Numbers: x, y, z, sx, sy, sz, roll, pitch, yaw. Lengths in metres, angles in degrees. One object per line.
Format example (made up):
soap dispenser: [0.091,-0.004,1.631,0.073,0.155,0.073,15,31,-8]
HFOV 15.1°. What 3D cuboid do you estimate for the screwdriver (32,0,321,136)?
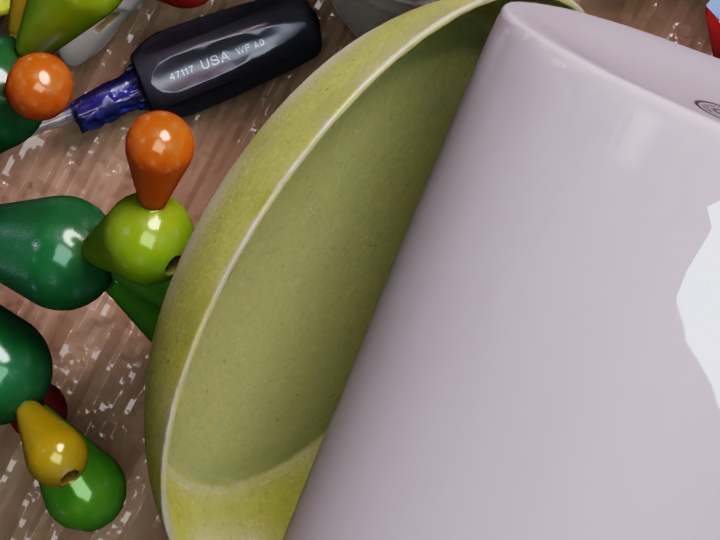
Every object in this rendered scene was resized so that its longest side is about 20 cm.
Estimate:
screwdriver: [-0.105,-0.041,0.854,0.199,0.028,0.029,-25,127,0]

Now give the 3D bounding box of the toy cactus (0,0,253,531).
toy cactus: [-0.108,-0.018,0.812,0.164,0.103,0.201,9,131,8]

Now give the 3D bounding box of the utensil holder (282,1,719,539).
utensil holder: [0.074,0.046,0.751,0.169,0.170,0.201,19,103,-7]

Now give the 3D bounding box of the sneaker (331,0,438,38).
sneaker: [0.007,-0.114,0.777,0.076,0.200,0.081,22,64,12]

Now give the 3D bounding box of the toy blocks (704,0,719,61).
toy blocks: [0.116,-0.156,0.823,0.137,0.100,0.200,-46,75,18]

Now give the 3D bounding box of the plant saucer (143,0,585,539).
plant saucer: [0.000,0.000,0.801,0.031,0.200,0.201,34,92,25]

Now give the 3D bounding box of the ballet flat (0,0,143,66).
ballet flat: [-0.114,-0.091,0.834,0.199,0.067,0.067,-14,118,-2]
